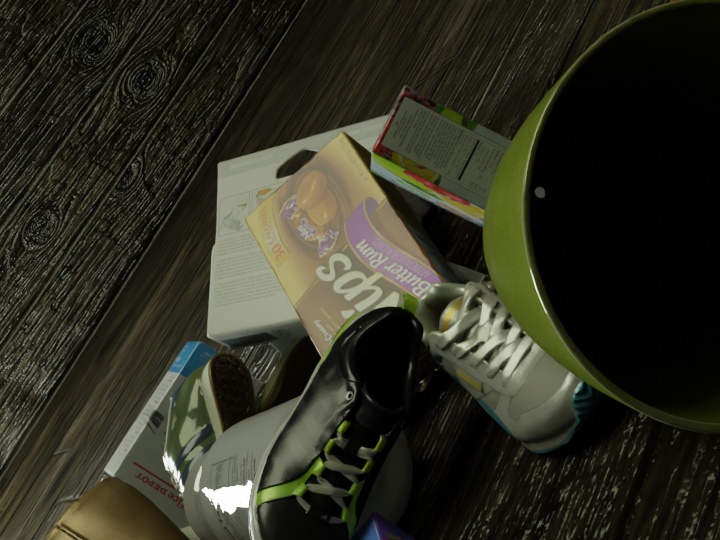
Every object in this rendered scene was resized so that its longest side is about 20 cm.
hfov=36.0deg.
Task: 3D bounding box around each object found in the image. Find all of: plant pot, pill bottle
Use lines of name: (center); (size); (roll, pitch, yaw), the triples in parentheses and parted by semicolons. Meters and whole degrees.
plant pot: (0.139, -0.019, 0.572); (0.187, 0.187, 0.200); (-56, 8, -8)
pill bottle: (-0.057, 0.162, 0.839); (0.200, 0.114, 0.115); (-30, 29, 55)

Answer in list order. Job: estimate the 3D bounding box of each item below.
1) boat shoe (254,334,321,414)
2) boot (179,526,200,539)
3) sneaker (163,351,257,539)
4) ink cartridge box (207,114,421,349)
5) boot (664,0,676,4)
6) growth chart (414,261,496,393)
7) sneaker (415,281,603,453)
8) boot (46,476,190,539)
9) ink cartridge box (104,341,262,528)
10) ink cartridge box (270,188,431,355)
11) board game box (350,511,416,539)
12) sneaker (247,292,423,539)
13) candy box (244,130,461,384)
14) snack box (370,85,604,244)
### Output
boat shoe: (-0.048, 0.096, 1.033); (0.201, 0.073, 0.063); (-56, 19, 21)
boot: (-0.209, 0.303, 0.951); (0.199, 0.073, 0.144); (-18, 27, 10)
sneaker: (-0.135, 0.181, 0.997); (0.090, 0.067, 0.201); (-30, 56, 37)
ink cartridge box: (-0.042, -0.032, 0.982); (0.199, 0.044, 0.174); (-12, 64, 27)
boot: (0.224, -0.125, 0.708); (0.156, 0.076, 0.200); (-65, 6, -19)
growth chart: (0.034, 0.074, 0.924); (0.200, 0.018, 0.145); (-53, 21, 5)
sneaker: (0.089, 0.055, 0.704); (0.077, 0.081, 0.200); (-54, 17, -6)
boot: (-0.190, 0.274, 0.875); (0.200, 0.066, 0.175); (23, 52, 36)
ink cartridge box: (-0.180, 0.186, 1.137); (0.200, 0.116, 0.067); (-57, 16, -14)
ink cartridge box: (-0.027, -0.021, 1.095); (0.200, 0.083, 0.146); (-46, 2, 7)
board game box: (-0.002, 0.245, 0.633); (0.135, 0.045, 0.200); (-52, 16, 8)
sneaker: (-0.012, 0.102, 0.709); (0.083, 0.071, 0.201); (-39, 28, 63)
candy box: (0.000, 0.000, 0.884); (0.117, 0.056, 0.200); (-40, 55, 13)
snack box: (0.079, -0.064, 0.776); (0.053, 0.142, 0.200); (-62, 1, 2)
